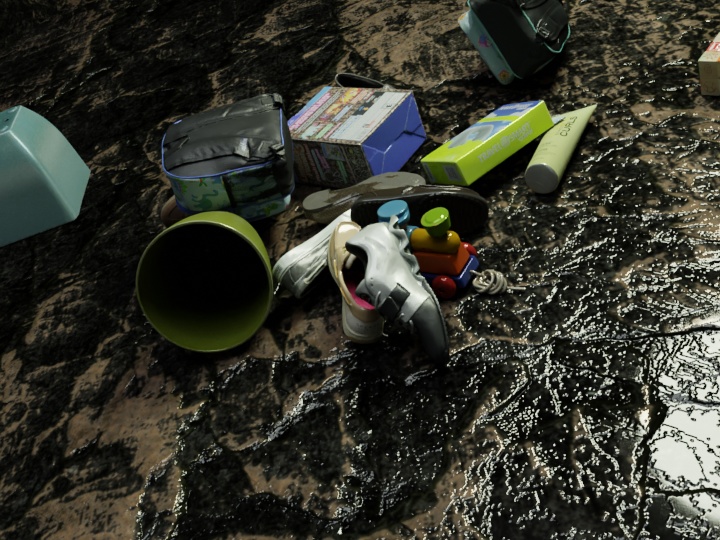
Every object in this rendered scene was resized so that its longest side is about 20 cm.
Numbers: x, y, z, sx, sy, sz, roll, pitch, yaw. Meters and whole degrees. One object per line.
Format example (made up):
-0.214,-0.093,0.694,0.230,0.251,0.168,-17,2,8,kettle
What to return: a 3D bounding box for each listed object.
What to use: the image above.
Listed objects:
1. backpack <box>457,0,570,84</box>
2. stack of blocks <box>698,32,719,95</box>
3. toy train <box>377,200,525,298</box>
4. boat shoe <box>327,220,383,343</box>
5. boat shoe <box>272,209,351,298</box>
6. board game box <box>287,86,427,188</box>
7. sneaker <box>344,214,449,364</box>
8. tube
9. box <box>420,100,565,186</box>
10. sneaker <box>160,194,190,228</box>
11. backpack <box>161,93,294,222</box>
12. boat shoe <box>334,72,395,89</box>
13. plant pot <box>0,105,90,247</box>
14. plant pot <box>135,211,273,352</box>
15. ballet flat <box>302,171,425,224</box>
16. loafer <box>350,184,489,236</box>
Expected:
0.273,-0.431,1.558,0.153,0.176,0.200,-34,9,41,backpack
0.610,-0.305,1.304,0.198,0.059,0.115,15,49,41,stack of blocks
0.116,-0.032,1.175,0.198,0.117,0.085,7,45,35,toy train
0.000,0.000,1.203,0.073,0.070,0.202,-2,49,-14,boat shoe
-0.037,-0.024,1.304,0.064,0.071,0.199,42,56,17,boat shoe
-0.017,-0.224,1.515,0.198,0.098,0.160,12,48,39,board game box
0.042,0.035,1.110,0.087,0.074,0.202,-20,67,-13,sneaker
0.295,-0.190,1.343,0.057,0.052,0.201,24,46,11,tube
0.202,-0.201,1.381,0.199,0.048,0.122,-35,18,-15,box
-0.248,-0.103,1.510,0.197,0.071,0.076,-17,36,10,sneaker
-0.204,-0.164,1.415,0.197,0.148,0.184,-10,44,2,backpack
0.018,-0.323,1.658,0.067,0.057,0.199,-40,38,-23,boat shoe
-0.674,-0.199,1.759,0.193,0.202,0.197,-18,36,5,plant pot
-0.207,-0.010,1.296,0.185,0.189,0.200,-17,19,7,plant pot
0.007,-0.108,1.405,0.197,0.047,0.068,-13,39,6,ballet flat
0.085,-0.097,1.288,0.197,0.074,0.072,2,34,3,loafer
